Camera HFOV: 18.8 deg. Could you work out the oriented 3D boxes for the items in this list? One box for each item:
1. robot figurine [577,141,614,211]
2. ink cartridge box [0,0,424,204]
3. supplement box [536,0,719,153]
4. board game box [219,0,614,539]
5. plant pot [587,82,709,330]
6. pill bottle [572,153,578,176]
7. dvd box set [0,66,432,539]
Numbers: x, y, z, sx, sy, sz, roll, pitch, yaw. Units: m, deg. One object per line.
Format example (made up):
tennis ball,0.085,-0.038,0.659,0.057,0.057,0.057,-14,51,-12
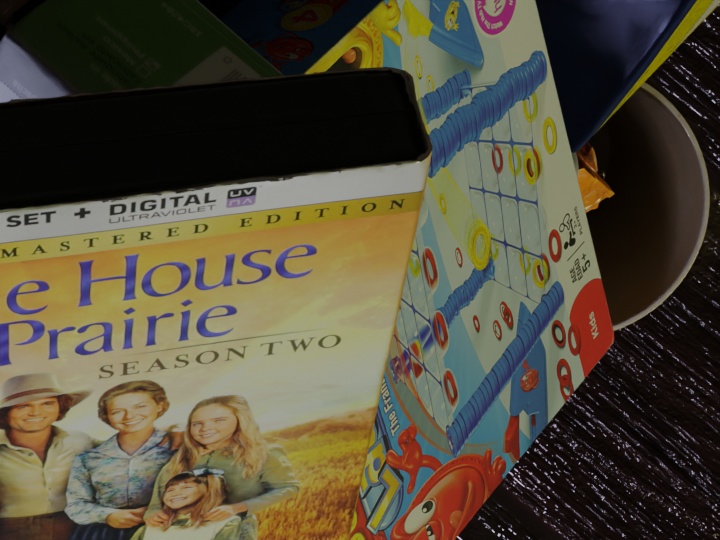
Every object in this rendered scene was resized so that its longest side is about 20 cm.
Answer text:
robot figurine,0.079,-0.054,1.337,0.145,0.058,0.200,-42,153,9
ink cartridge box,-0.076,0.021,0.612,0.059,0.104,0.200,-44,172,-47
supplement box,0.122,-0.162,0.979,0.200,0.109,0.109,-44,172,-46
board game box,0.000,0.000,0.745,0.196,0.056,0.200,-47,132,-37
plant pot,0.140,-0.067,1.532,0.187,0.187,0.200,-51,-173,11
pill bottle,0.017,-0.011,1.143,0.200,0.109,0.109,-53,174,28
dvd box set,-0.067,0.035,0.511,0.146,0.029,0.200,-7,144,-14
